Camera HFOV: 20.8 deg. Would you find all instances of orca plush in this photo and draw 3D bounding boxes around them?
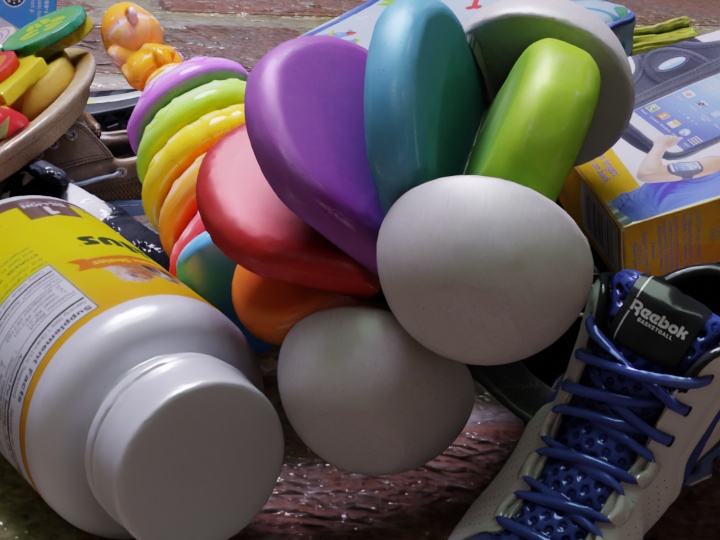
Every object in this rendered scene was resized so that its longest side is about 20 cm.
[{"bbox_3d":[-0.144,0.008,1.070,0.200,0.071,0.105,29,-16,28],"label":"orca plush"}]

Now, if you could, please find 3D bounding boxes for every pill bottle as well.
[{"bbox_3d":[-0.115,0.046,0.866,0.109,0.110,0.200,-8,24,-31],"label":"pill bottle"}]

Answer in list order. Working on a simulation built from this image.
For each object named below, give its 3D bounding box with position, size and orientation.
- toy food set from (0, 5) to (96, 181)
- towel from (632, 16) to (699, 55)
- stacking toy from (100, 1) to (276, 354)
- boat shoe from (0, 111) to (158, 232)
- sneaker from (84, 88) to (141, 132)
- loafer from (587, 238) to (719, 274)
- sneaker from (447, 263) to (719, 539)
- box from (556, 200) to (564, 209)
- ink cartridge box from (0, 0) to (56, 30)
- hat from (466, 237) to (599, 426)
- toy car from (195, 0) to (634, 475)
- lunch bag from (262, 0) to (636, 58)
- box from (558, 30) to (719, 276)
[{"bbox_3d":[-0.242,-0.083,1.131,0.199,0.049,0.198,-13,27,33],"label":"toy food set"},{"bbox_3d":[0.129,-0.093,1.224,0.086,0.200,0.018,-11,68,-26],"label":"towel"},{"bbox_3d":[-0.076,-0.061,0.975,0.109,0.116,0.200,-25,60,-15],"label":"stacking toy"},{"bbox_3d":[-0.175,-0.063,1.191,0.199,0.073,0.072,-6,24,-23],"label":"boat shoe"},{"bbox_3d":[-0.153,-0.095,1.288,0.199,0.072,0.083,-2,20,-20],"label":"sneaker"},{"bbox_3d":[0.145,-0.032,0.935,0.069,0.076,0.200,8,30,0],"label":"loafer"},{"bbox_3d":[0.094,0.062,0.765,0.080,0.115,0.199,29,57,23],"label":"sneaker"},{"bbox_3d":[0.181,-0.023,1.136,0.199,0.105,0.182,-9,24,-34],"label":"box"},{"bbox_3d":[-0.310,-0.160,1.315,0.199,0.145,0.085,-3,22,-23],"label":"ink cartridge box"},{"bbox_3d":[0.115,0.056,0.932,0.200,0.081,0.201,7,28,-4],"label":"hat"},{"bbox_3d":[0.012,-0.033,0.805,0.150,0.200,0.175,31,46,-10],"label":"toy car"},{"bbox_3d":[0.047,-0.097,1.056,0.160,0.083,0.200,14,29,28],"label":"lunch bag"},{"bbox_3d":[0.185,-0.066,0.890,0.199,0.042,0.119,-19,40,-8],"label":"box"}]
